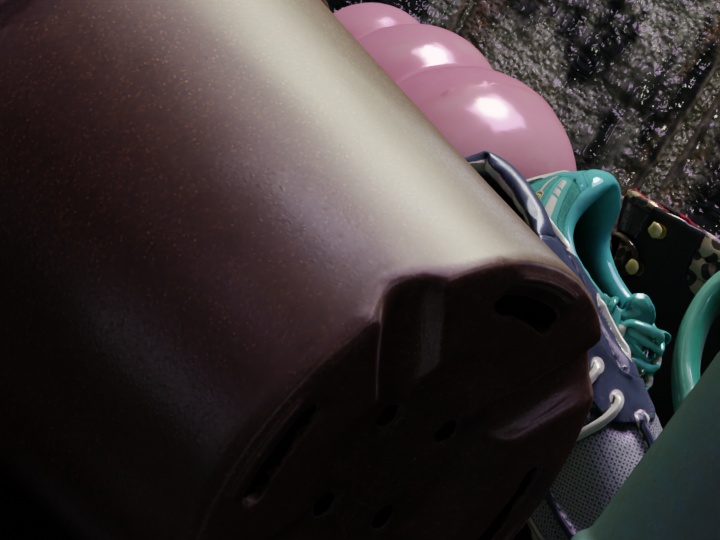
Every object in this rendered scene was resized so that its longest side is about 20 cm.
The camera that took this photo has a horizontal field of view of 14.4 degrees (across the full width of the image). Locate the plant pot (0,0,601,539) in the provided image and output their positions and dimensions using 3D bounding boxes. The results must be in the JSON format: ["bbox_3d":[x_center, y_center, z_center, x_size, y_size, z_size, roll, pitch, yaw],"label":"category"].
[{"bbox_3d":[-0.048,0.002,0.832,0.198,0.201,0.200,43,13,33],"label":"plant pot"}]

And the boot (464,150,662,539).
[{"bbox_3d":[0.079,0.048,1.189,0.200,0.073,0.090,66,5,33],"label":"boot"}]

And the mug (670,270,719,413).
[{"bbox_3d":[0.197,0.101,1.270,0.152,0.114,0.185,67,-6,-31],"label":"mug"}]

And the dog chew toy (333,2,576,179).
[{"bbox_3d":[0.029,-0.072,1.502,0.124,0.125,0.200,24,19,-41],"label":"dog chew toy"}]

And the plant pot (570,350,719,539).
[{"bbox_3d":[0.178,0.098,1.007,0.200,0.196,0.200,30,6,-4],"label":"plant pot"}]

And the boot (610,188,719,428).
[{"bbox_3d":[0.103,0.030,1.376,0.200,0.151,0.073,29,6,-1],"label":"boot"}]

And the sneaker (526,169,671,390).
[{"bbox_3d":[0.099,0.044,1.271,0.077,0.079,0.201,30,44,-55],"label":"sneaker"}]
